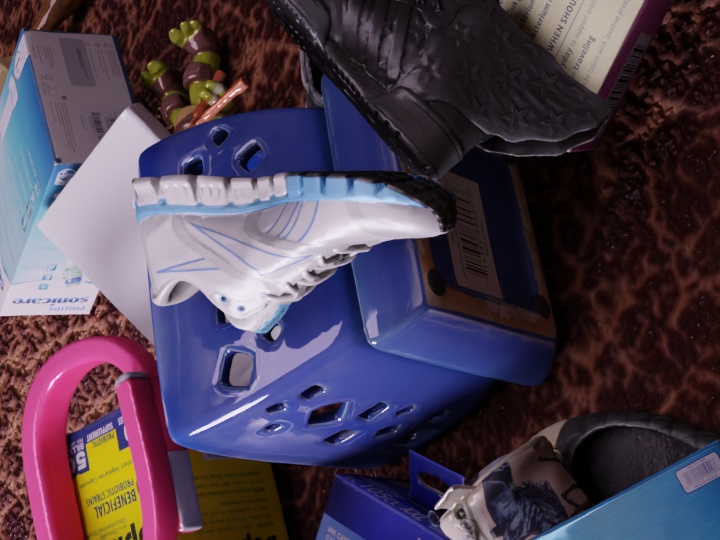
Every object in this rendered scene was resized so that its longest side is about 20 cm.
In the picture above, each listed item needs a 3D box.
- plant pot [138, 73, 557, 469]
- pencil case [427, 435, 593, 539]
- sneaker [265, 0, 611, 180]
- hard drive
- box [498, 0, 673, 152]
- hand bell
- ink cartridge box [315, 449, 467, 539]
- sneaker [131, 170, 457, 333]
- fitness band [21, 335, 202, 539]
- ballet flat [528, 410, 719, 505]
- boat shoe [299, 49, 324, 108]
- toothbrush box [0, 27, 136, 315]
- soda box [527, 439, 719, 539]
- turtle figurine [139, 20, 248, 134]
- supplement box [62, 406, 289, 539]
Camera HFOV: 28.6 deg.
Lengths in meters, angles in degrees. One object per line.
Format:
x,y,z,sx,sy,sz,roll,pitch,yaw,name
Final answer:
0.000,0.000,0.871,0.179,0.200,0.201,-25,64,32,plant pot
0.118,0.191,0.757,0.200,0.089,0.078,57,139,19,pencil case
0.035,-0.127,0.771,0.104,0.060,0.200,-39,79,-5,sneaker
-0.132,-0.007,1.042,0.200,0.026,0.132,45,118,3,hard drive
0.085,-0.192,0.834,0.200,0.097,0.176,29,104,14,box
-0.300,-0.211,1.302,0.104,0.104,0.200,36,95,43,hand bell
0.031,0.215,0.878,0.136,0.076,0.201,22,96,45,ink cartridge box
-0.036,-0.010,0.751,0.199,0.075,0.087,-1,90,35,sneaker
-0.172,0.142,0.945,0.143,0.037,0.201,-30,66,37,fitness band
0.166,0.112,0.774,0.200,0.057,0.067,3,83,45,ballet flat
-0.012,-0.177,0.965,0.073,0.068,0.200,3,58,11,boat shoe
-0.252,-0.077,1.170,0.200,0.085,0.147,-57,44,43,toothbrush box
0.103,0.158,0.686,0.200,0.068,0.064,-30,75,10,soda box
-0.125,-0.117,1.103,0.200,0.064,0.162,123,144,-44,turtle figurine
-0.125,0.196,0.996,0.109,0.109,0.201,-29,69,37,supplement box
